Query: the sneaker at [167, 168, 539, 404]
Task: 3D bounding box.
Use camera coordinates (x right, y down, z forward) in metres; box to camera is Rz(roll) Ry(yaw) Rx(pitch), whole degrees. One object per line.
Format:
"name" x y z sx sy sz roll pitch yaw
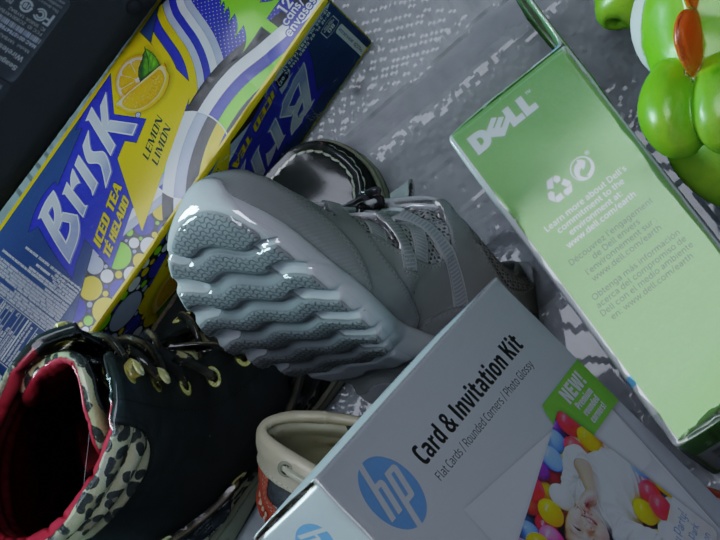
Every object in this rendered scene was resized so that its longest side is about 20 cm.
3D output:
"sneaker" 0.000 0.000 0.954 0.074 0.200 0.083 -8 65 35

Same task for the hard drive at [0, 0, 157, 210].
"hard drive" -0.192 -0.073 1.005 0.200 0.139 0.033 -51 29 14

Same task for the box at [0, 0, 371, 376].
"box" -0.084 -0.038 1.037 0.064 0.070 0.201 36 91 19

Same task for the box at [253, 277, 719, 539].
"box" 0.077 0.113 0.851 0.200 0.156 0.041 44 126 2

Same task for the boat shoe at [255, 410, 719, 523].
"boat shoe" 0.055 0.090 0.965 0.199 0.071 0.063 4 124 16

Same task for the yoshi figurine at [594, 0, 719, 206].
"yoshi figurine" 0.148 -0.102 0.958 0.112 0.112 0.201 32 51 -15

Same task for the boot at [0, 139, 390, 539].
"boot" -0.066 0.032 0.974 0.073 0.154 0.204 29 90 20

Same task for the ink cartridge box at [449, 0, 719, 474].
"ink cartridge box" 0.092 -0.022 0.967 0.059 0.104 0.200 -38 73 6
